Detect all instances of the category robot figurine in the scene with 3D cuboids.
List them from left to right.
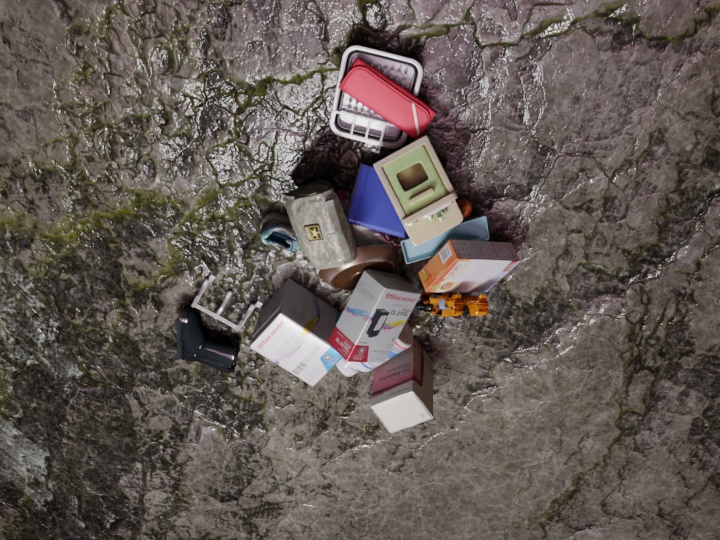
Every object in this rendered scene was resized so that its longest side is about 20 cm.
[{"bbox_3d":[0.211,0.079,1.787,0.143,0.199,0.059,2,91,-26],"label":"robot figurine"}]

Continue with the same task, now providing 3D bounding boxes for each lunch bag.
[{"bbox_3d":[-0.084,-0.100,1.635,0.116,0.200,0.166,-22,105,-14],"label":"lunch bag"}]

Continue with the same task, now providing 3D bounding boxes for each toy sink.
[{"bbox_3d":[0.127,-0.165,1.592,0.129,0.112,0.202,-26,94,4],"label":"toy sink"}]

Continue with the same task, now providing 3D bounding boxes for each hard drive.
[{"bbox_3d":[0.077,-0.148,1.678,0.197,0.025,0.134,14,97,-12],"label":"hard drive"}]

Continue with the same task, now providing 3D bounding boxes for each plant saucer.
[{"bbox_3d":[0.000,0.000,1.766,0.197,0.035,0.201,-13,159,-5],"label":"plant saucer"},{"bbox_3d":[0.189,-0.072,1.682,0.197,0.019,0.071,-16,131,3],"label":"plant saucer"}]

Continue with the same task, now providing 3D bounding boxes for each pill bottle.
[{"bbox_3d":[0.028,0.189,1.919,0.199,0.113,0.112,-33,116,26],"label":"pill bottle"}]

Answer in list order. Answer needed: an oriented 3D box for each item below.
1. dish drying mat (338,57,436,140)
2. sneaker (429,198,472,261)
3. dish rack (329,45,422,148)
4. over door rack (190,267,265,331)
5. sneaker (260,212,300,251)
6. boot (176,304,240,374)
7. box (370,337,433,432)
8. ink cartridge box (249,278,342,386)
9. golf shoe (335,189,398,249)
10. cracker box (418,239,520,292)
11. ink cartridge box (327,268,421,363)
[{"bbox_3d":[0.056,-0.349,1.537,0.198,0.018,0.077,30,123,-15],"label":"dish drying mat"},{"bbox_3d":[0.220,-0.082,1.744,0.076,0.073,0.202,0,131,-24],"label":"sneaker"},{"bbox_3d":[0.032,-0.366,1.565,0.169,0.044,0.202,13,126,-2],"label":"dish rack"},{"bbox_3d":[-0.330,0.067,1.889,0.146,0.067,0.200,29,144,-13],"label":"over door rack"},{"bbox_3d":[-0.142,-0.073,1.766,0.196,0.087,0.079,8,127,1],"label":"sneaker"},{"bbox_3d":[-0.398,0.184,1.982,0.165,0.077,0.202,15,133,0],"label":"boot"},{"bbox_3d":[0.109,0.292,1.928,0.126,0.201,0.109,-24,121,21],"label":"box"},{"bbox_3d":[-0.150,0.156,1.893,0.199,0.147,0.147,34,123,-18],"label":"ink cartridge box"},{"bbox_3d":[-0.002,-0.101,1.741,0.091,0.076,0.200,-34,114,31],"label":"golf shoe"},{"bbox_3d":[0.249,-0.008,1.718,0.197,0.058,0.134,2,144,-35],"label":"cracker box"},{"bbox_3d":[0.033,0.110,1.762,0.145,0.083,0.202,10,113,-48],"label":"ink cartridge box"}]
